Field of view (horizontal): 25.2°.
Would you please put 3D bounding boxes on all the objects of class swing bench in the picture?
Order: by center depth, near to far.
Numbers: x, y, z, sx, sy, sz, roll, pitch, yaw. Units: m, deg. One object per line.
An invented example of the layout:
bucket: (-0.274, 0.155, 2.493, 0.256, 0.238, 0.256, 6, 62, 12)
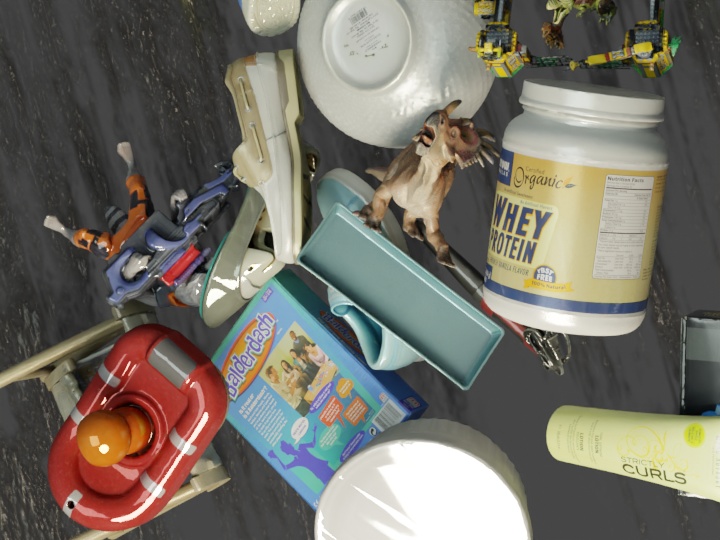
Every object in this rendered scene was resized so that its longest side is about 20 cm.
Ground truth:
swing bench: (-0.246, 0.158, 1.647, 0.199, 0.130, 0.200, -27, 83, 20)

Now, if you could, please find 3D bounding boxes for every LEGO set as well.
LEGO set: (0.174, -0.240, 1.349, 0.198, 0.116, 0.155, 11, 79, 22)

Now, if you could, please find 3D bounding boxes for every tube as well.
tube: (0.249, 0.151, 1.387, 0.199, 0.052, 0.058, 5, 139, 48)

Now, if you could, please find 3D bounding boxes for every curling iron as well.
curling iron: (0.121, 0.020, 1.487, 0.200, 0.025, 0.050, 45, 151, 20)

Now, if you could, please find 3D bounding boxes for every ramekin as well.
ramekin: (0.064, 0.230, 1.486, 0.200, 0.094, 0.204, 4, 108, 12)

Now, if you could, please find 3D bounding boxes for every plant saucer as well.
plant saucer: (0.036, 0.025, 1.478, 0.200, 0.019, 0.070, 38, 73, -8)

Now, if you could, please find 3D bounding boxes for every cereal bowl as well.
cereal bowl: (0.023, -0.209, 1.482, 0.199, 0.083, 0.202, 4, 99, 28)

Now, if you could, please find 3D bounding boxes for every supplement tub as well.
supplement tub: (0.186, -0.057, 1.379, 0.143, 0.144, 0.202, 12, 102, 26)

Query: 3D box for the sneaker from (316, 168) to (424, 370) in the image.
sneaker: (0.000, 0.000, 1.511, 0.074, 0.082, 0.201, -37, 78, 48)

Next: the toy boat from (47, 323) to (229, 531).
toy boat: (-0.221, 0.151, 1.498, 0.130, 0.131, 0.201, 38, 105, 15)

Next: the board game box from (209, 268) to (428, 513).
board game box: (-0.051, 0.122, 1.583, 0.200, 0.045, 0.152, 44, 114, 16)

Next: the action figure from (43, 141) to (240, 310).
action figure: (-0.194, -0.041, 1.618, 0.200, 0.105, 0.193, -39, 65, -15)

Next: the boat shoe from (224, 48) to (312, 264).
boat shoe: (-0.084, -0.102, 1.500, 0.068, 0.075, 0.202, -6, 81, 4)

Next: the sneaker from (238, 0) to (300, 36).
sneaker: (-0.085, -0.329, 1.493, 0.201, 0.076, 0.112, 102, 152, -45)

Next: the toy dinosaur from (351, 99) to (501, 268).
toy dinosaur: (0.061, -0.091, 1.436, 0.085, 0.200, 0.136, 21, 98, -13)

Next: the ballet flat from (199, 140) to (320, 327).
ballet flat: (-0.093, -0.034, 1.546, 0.063, 0.067, 0.201, 18, 83, 25)

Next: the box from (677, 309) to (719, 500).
box: (0.370, 0.120, 1.359, 0.198, 0.046, 0.161, 4, 99, 28)
